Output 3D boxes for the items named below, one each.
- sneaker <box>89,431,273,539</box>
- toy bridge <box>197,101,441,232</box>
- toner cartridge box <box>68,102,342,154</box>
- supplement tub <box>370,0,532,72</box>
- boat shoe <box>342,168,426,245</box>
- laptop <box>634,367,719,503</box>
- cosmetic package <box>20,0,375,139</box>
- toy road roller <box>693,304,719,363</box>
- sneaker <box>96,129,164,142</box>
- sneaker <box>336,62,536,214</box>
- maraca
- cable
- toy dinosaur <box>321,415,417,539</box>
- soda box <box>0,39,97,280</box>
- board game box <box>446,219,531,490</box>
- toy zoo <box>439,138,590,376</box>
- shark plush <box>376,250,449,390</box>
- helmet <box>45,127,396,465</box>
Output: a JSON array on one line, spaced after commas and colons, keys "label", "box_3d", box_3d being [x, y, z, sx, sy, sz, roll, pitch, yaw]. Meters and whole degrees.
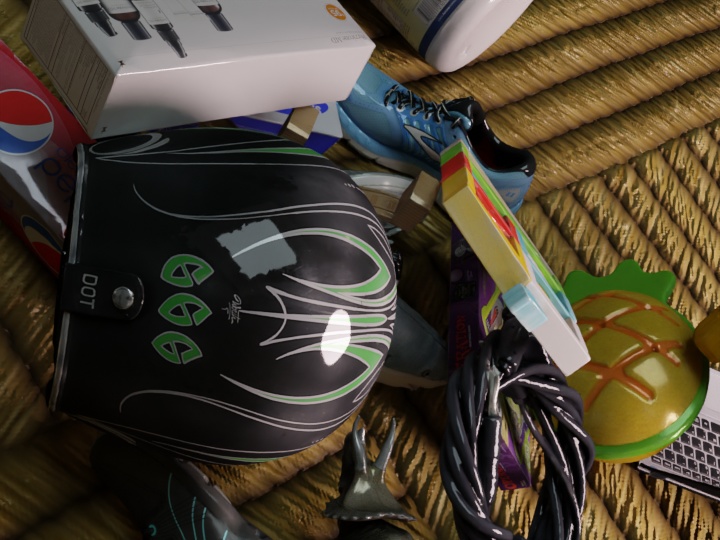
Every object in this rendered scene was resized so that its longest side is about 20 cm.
[{"label": "sneaker", "box_3d": [-0.089, 0.169, 0.686, 0.199, 0.076, 0.079, 37, 73, 15]}, {"label": "toy bridge", "box_3d": [-0.049, -0.080, 0.776, 0.198, 0.067, 0.027, 28, 56, -10]}, {"label": "toner cartridge box", "box_3d": [-0.107, -0.139, 0.831, 0.198, 0.043, 0.096, 7, 61, -41]}, {"label": "supplement tub", "box_3d": [0.056, -0.293, 1.063, 0.200, 0.145, 0.145, 48, 46, 7]}, {"label": "boat shoe", "box_3d": [-0.026, -0.042, 0.881, 0.200, 0.074, 0.066, -3, 100, -47]}, {"label": "laptop", "box_3d": [0.321, 0.137, 0.943, 0.185, 0.116, 0.202, 23, 49, -18]}, {"label": "cosmetic package", "box_3d": [-0.088, -0.134, 0.704, 0.198, 0.051, 0.083, -18, 63, -45]}, {"label": "toy road roller", "box_3d": [0.320, 0.062, 0.873, 0.146, 0.123, 0.200, 49, 20, 3]}, {"label": "sneaker", "box_3d": [-0.142, -0.123, 0.875, 0.089, 0.070, 0.203, 21, 49, -37]}, {"label": "sneaker", "box_3d": [0.060, -0.121, 0.979, 0.199, 0.090, 0.079, 33, 46, -6]}, {"label": "maraca", "box_3d": [0.193, 0.063, 0.918, 0.135, 0.108, 0.202, -9, 39, 12]}, {"label": "cable", "box_3d": [0.106, 0.134, 0.770, 0.164, 0.050, 0.202, -63, 141, -46]}, {"label": "toy dinosaur", "box_3d": [0.030, 0.196, 0.723, 0.201, 0.102, 0.077, 49, 47, 9]}, {"label": "soda box", "box_3d": [-0.200, -0.058, 0.772, 0.200, 0.070, 0.063, 47, 64, 4]}, {"label": "board game box", "box_3d": [0.095, 0.042, 0.882, 0.120, 0.032, 0.202, 52, 32, -43]}, {"label": "toy zoo", "box_3d": [0.096, -0.011, 0.775, 0.132, 0.020, 0.200, 54, 11, -10]}, {"label": "shark plush", "box_3d": [0.000, 0.000, 0.809, 0.091, 0.082, 0.202, -53, 129, -51]}, {"label": "helmet", "box_3d": [-0.071, 0.014, 0.667, 0.187, 0.201, 0.203, 7, 54, -15]}]
